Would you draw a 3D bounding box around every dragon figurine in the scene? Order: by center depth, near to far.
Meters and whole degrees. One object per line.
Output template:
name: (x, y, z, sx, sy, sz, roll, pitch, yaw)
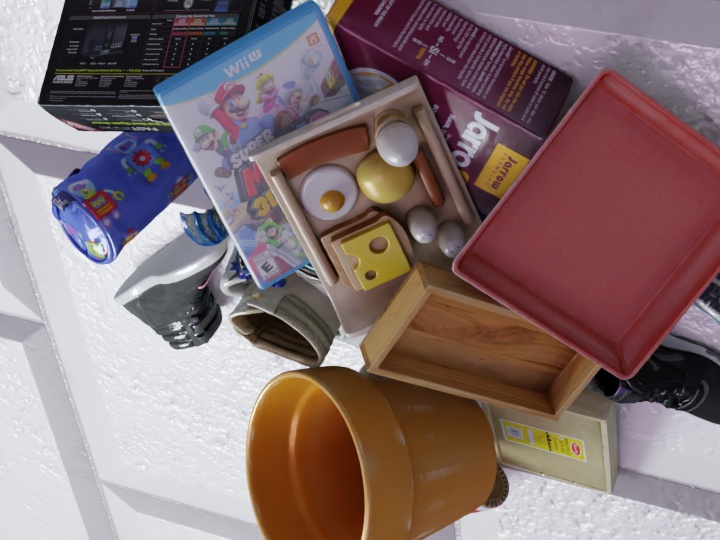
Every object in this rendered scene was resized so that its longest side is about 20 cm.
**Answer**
dragon figurine: (-0.112, -0.053, 1.278, 0.059, 0.100, 0.200, 3, 160, 27)

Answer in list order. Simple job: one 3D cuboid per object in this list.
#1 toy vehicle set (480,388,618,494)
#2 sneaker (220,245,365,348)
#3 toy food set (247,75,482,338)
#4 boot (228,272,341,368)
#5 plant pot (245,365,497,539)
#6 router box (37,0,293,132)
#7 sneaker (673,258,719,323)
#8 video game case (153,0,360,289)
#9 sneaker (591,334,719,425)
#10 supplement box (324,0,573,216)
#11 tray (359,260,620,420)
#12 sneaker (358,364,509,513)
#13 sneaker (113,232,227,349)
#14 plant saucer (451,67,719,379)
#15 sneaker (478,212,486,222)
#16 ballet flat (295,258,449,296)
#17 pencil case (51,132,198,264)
toy vehicle set: (0.185, 0.157, 1.479, 0.124, 0.027, 0.200, 14, 156, 17)
sneaker: (-0.051, 0.042, 1.506, 0.200, 0.087, 0.075, 27, 138, 1)
toy food set: (0.015, -0.046, 1.211, 0.143, 0.060, 0.200, -24, 124, 4)
boot: (-0.085, -0.012, 1.416, 0.200, 0.155, 0.072, 34, 142, 2)
plant pot: (0.021, 0.182, 1.432, 0.200, 0.183, 0.201, 11, 104, 53)
router box: (-0.161, -0.194, 1.279, 0.200, 0.150, 0.062, 4, 165, 27)
sneaker: (0.344, 0.049, 1.296, 0.200, 0.078, 0.080, 34, 151, -2)
video game case: (-0.060, -0.096, 1.216, 0.018, 0.143, 0.200, 50, 168, 55)
sneaker: (0.257, 0.098, 1.380, 0.200, 0.088, 0.076, 32, 139, -2)
supplement box: (0.057, -0.146, 1.253, 0.200, 0.086, 0.110, 29, 139, 1)
tray: (0.109, 0.061, 1.281, 0.200, 0.037, 0.099, 16, 123, -30)
sneaker: (0.056, 0.185, 1.599, 0.200, 0.071, 0.112, 46, 149, -1)
sneaker: (-0.167, 0.021, 1.570, 0.099, 0.071, 0.200, 42, 144, -17)
plant saucer: (0.201, -0.037, 1.227, 0.199, 0.037, 0.200, 31, 103, -23)
sneaker: (0.027, -0.073, 1.359, 0.199, 0.081, 0.115, 25, 171, -21)
ballet flat: (0.000, 0.000, 1.348, 0.200, 0.068, 0.075, 15, 143, 26)
pencil case: (-0.194, -0.094, 1.370, 0.087, 0.200, 0.078, 37, 150, 10)
